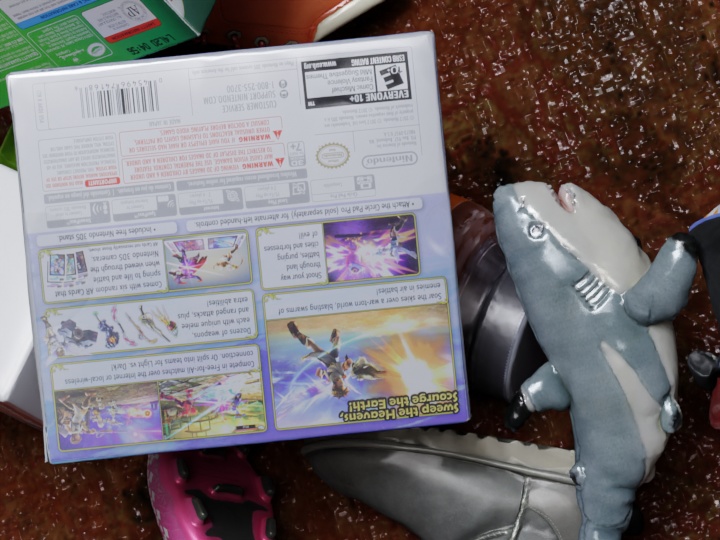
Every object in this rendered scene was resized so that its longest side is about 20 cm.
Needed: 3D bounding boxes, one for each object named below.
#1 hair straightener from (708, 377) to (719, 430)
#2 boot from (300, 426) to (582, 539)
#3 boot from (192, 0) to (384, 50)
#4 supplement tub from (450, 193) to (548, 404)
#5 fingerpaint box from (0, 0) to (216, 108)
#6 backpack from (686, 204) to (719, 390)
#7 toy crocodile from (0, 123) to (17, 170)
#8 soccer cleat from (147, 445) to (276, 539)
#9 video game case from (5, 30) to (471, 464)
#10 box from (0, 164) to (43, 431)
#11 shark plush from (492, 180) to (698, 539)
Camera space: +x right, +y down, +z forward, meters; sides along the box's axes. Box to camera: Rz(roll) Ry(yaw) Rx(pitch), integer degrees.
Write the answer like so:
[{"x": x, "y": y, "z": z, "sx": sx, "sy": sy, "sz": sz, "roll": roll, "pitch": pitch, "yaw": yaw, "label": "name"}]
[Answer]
[{"x": 0.227, "y": -0.009, "z": 1.243, "sx": 0.077, "sy": 0.041, "sz": 0.201, "roll": 15, "pitch": 71, "yaw": -8, "label": "hair straightener"}, {"x": 0.043, "y": 0.180, "z": 1.219, "sx": 0.181, "sy": 0.073, "sz": 0.201, "roll": 8, "pitch": 82, "yaw": 17, "label": "boot"}, {"x": -0.074, "y": -0.139, "z": 1.323, "sx": 0.200, "sy": 0.075, "sz": 0.107, "roll": -31, "pitch": 104, "yaw": 3, "label": "boot"}, {"x": 0.000, "y": 0.000, "z": 1.256, "sx": 0.199, "sy": 0.107, "sz": 0.107, "roll": 20, "pitch": 80, "yaw": 20, "label": "supplement tub"}, {"x": -0.139, "y": -0.171, "z": 1.242, "sx": 0.200, "sy": 0.073, "sz": 0.167, "roll": -15, "pitch": 41, "yaw": 40, "label": "fingerpaint box"}, {"x": 0.266, "y": -0.024, "z": 1.145, "sx": 0.190, "sy": 0.200, "sz": 0.155, "roll": 4, "pitch": 74, "yaw": -29, "label": "backpack"}, {"x": -0.136, "y": -0.063, "z": 1.282, "sx": 0.062, "sy": 0.200, "sz": 0.068, "roll": 28, "pitch": 82, "yaw": -18, "label": "toy crocodile"}, {"x": -0.071, "y": 0.167, "z": 1.248, "sx": 0.086, "sy": 0.070, "sz": 0.200, "roll": -50, "pitch": 51, "yaw": 31, "label": "soccer cleat"}, {"x": -0.056, "y": -0.011, "z": 1.167, "sx": 0.199, "sy": 0.045, "sz": 0.182, "roll": -5, "pitch": 92, "yaw": 0, "label": "video game case"}, {"x": -0.214, "y": 0.000, "z": 1.289, "sx": 0.199, "sy": 0.152, "sz": 0.107, "roll": 23, "pitch": 81, "yaw": 20, "label": "box"}, {"x": 0.103, "y": 0.058, "z": 1.188, "sx": 0.083, "sy": 0.091, "sz": 0.201, "roll": -2, "pitch": 102, "yaw": -13, "label": "shark plush"}]
